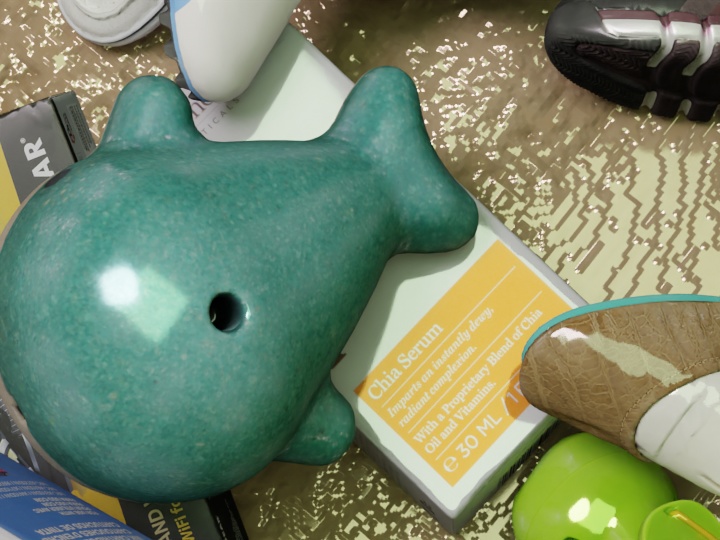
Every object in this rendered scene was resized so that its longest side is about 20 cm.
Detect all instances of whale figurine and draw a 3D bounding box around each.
[{"bbox_3d":[-0.037,-0.001,0.825,0.199,0.104,0.160,-31,99,-23],"label":"whale figurine"}]

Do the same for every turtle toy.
[{"bbox_3d":[0.123,0.153,0.875,0.145,0.101,0.201,-15,75,-25],"label":"turtle toy"}]

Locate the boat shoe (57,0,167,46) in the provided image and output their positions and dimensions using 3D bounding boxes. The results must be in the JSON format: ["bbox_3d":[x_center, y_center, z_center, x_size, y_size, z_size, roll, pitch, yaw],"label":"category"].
[{"bbox_3d":[-0.087,-0.174,0.912,0.074,0.086,0.203,32,117,8],"label":"boat shoe"}]

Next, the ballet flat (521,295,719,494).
[{"bbox_3d":[0.156,0.054,0.866,0.199,0.068,0.073,5,44,-31],"label":"ballet flat"}]

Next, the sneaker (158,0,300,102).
[{"bbox_3d":[-0.019,-0.157,0.888,0.072,0.072,0.201,16,76,29],"label":"sneaker"}]

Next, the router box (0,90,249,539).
[{"bbox_3d":[-0.151,0.051,0.894,0.156,0.052,0.202,-21,95,7],"label":"router box"}]

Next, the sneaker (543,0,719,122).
[{"bbox_3d":[0.175,-0.125,0.952,0.198,0.076,0.117,6,73,-7],"label":"sneaker"}]

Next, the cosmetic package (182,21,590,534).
[{"bbox_3d":[0.000,0.000,0.927,0.200,0.071,0.101,43,83,10],"label":"cosmetic package"}]

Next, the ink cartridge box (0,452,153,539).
[{"bbox_3d":[-0.140,0.141,0.804,0.199,0.076,0.137,27,102,27],"label":"ink cartridge box"}]
